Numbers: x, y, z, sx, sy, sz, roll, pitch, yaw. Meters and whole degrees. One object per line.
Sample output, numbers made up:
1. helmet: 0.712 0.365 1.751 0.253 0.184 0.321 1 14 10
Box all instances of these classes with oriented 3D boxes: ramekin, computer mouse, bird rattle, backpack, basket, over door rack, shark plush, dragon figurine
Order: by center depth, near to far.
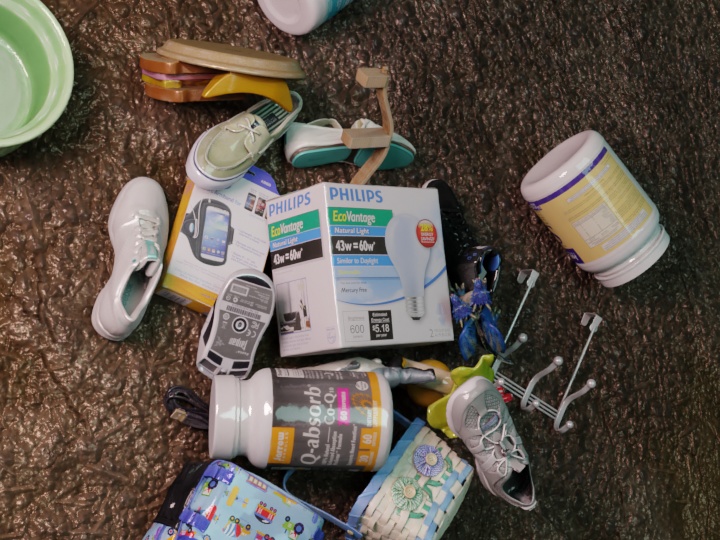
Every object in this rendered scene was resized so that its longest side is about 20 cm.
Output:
1. ramekin: -0.426 -0.216 1.250 0.199 0.098 0.201 9 72 -30
2. backpack: -0.157 0.330 1.252 0.182 0.134 0.200 39 62 -17
3. computer mouse: -0.156 0.093 1.344 0.109 0.044 0.201 20 91 -21
4. shark plush: -0.009 0.149 1.396 0.199 0.091 0.084 -13 90 -7
5. basket: 0.027 0.251 1.398 0.199 0.139 0.177 26 57 15
6. bird rattle: 0.116 0.149 1.469 0.163 0.200 0.113 20 88 11
7. dragon figurine: 0.155 0.078 1.474 0.100 0.059 0.200 -89 164 -52
8. over door rack: 0.272 0.110 1.626 0.148 0.067 0.201 33 61 -22

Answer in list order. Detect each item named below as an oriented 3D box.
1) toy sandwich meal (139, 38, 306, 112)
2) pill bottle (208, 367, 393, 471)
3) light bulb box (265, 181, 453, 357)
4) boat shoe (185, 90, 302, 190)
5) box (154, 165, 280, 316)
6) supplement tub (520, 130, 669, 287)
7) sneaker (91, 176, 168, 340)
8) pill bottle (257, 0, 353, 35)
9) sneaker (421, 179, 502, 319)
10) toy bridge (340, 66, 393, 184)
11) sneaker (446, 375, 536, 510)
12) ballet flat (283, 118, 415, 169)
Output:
1. toy sandwich meal: -0.167 -0.236 1.394 0.205 0.205 0.071 2 106 -32
2. pill bottle: -0.070 0.170 1.296 0.199 0.116 0.117 3 74 -11
3. light bulb box: 0.000 0.000 1.426 0.198 0.125 0.201 -1 82 -42
4. boat shoe: -0.143 -0.170 1.407 0.072 0.062 0.200 44 45 -3
5. box: -0.171 -0.043 1.403 0.119 0.041 0.201 26 62 -25
6. supplement tub: 0.349 -0.090 1.684 0.200 0.145 0.145 50 57 -11
7. sneaker: -0.252 -0.021 1.313 0.075 0.088 0.201 17 68 -26
8. pill bottle: -0.043 -0.410 1.542 0.200 0.111 0.111 -44 101 -33
9. sneaker: 0.145 -0.040 1.559 0.073 0.112 0.201 -3 78 -34
10. toy bridge: 0.008 -0.173 1.474 0.067 0.201 0.027 -6 38 -32
11. sneaker: 0.167 0.204 1.346 0.075 0.082 0.200 -39 127 -12
12. ballet flat: -0.015 -0.176 1.529 0.199 0.069 0.070 -3 78 -32
